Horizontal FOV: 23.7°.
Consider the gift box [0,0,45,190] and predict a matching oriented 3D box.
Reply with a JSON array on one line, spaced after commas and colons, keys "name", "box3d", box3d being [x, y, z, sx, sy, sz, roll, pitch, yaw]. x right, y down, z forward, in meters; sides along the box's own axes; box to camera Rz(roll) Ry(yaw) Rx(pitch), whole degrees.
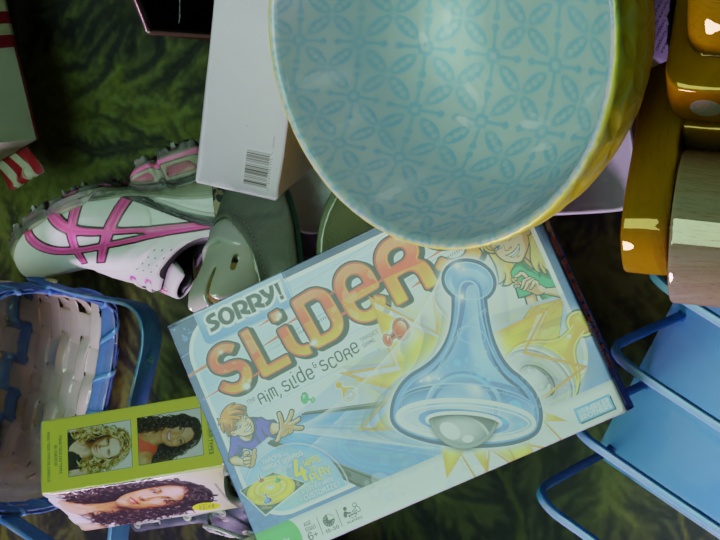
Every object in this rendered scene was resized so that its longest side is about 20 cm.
[{"name": "gift box", "box3d": [-0.317, -0.131, 1.138, 0.200, 0.187, 0.185, -12, 90, 48]}]

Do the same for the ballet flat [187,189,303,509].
[{"name": "ballet flat", "box3d": [-0.061, 0.032, 0.936, 0.067, 0.064, 0.200, -22, 75, 55]}]

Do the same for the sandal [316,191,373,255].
[{"name": "sandal", "box3d": [0.049, -0.051, 0.902, 0.201, 0.057, 0.080, -41, 93, 23]}]

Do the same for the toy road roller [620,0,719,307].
[{"name": "toy road roller", "box3d": [0.185, -0.091, 0.760, 0.123, 0.146, 0.200, 6, 65, 16]}]

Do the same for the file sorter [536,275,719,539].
[{"name": "file sorter", "box3d": [0.199, 0.063, 0.886, 0.139, 0.123, 0.200, 34, 115, 24]}]

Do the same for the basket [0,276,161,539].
[{"name": "basket", "box3d": [-0.215, 0.091, 1.126, 0.200, 0.139, 0.177, 14, 96, 34]}]

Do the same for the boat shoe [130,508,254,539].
[{"name": "boat shoe", "box3d": [-0.079, 0.145, 1.103, 0.200, 0.075, 0.062, -4, 94, 34]}]

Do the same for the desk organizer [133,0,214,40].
[{"name": "desk organizer", "box3d": [-0.055, -0.168, 1.033, 0.200, 0.077, 0.072, 9, 103, 31]}]

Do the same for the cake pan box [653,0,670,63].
[{"name": "cake pan box", "box3d": [0.204, -0.193, 0.882, 0.184, 0.052, 0.200, 33, 114, 21]}]

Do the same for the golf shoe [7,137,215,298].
[{"name": "golf shoe", "box3d": [-0.151, -0.020, 1.121, 0.200, 0.073, 0.092, -19, 88, 33]}]

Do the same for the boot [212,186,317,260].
[{"name": "boot", "box3d": [0.000, 0.000, 1.013, 0.150, 0.073, 0.200, -15, 86, 20]}]

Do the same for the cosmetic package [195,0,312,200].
[{"name": "cosmetic package", "box3d": [-0.041, -0.145, 0.885, 0.051, 0.083, 0.200, 13, 110, 14]}]

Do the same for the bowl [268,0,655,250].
[{"name": "bowl", "box3d": [0.065, -0.116, 0.804, 0.200, 0.108, 0.200, 11, 107, 40]}]

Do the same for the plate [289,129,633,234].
[{"name": "plate", "box3d": [0.043, -0.124, 0.928, 0.200, 0.032, 0.200, -4, 107, 16]}]

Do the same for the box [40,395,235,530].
[{"name": "box", "box3d": [-0.081, 0.107, 1.010, 0.200, 0.075, 0.050, -11, 63, 8]}]

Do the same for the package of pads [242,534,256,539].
[{"name": "package of pads", "box3d": [-0.005, 0.245, 0.998, 0.200, 0.155, 0.068, 22, 118, 5]}]

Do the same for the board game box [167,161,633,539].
[{"name": "board game box", "box3d": [0.018, 0.048, 0.868, 0.200, 0.034, 0.136, -26, 83, 13]}]
